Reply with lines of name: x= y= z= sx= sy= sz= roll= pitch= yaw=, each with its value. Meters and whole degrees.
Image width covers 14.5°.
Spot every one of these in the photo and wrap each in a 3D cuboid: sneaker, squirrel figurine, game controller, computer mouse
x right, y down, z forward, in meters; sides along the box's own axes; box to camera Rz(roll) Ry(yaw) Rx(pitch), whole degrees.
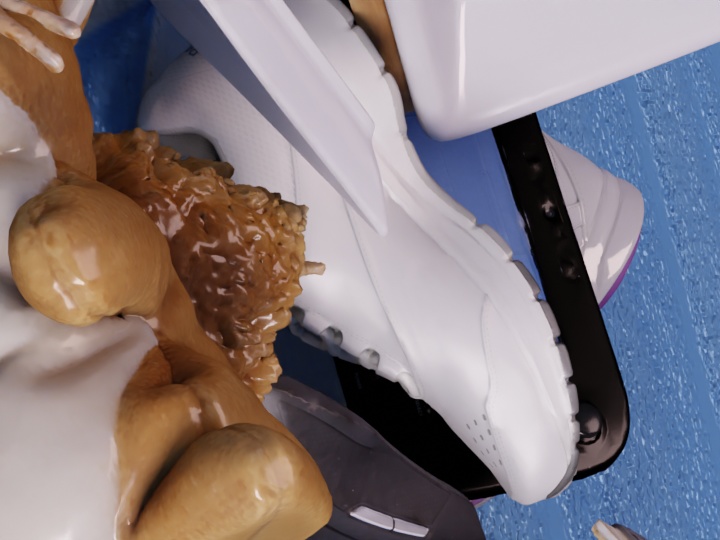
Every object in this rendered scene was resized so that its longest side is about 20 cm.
sneaker: x=0.000 y=0.000 z=0.952 sx=0.200 sy=0.087 sz=0.075 roll=54 pitch=-13 yaw=6
squirrel figurine: x=-0.090 y=0.005 z=0.773 sx=0.200 sy=0.141 sz=0.187 roll=28 pitch=41 yaw=-73
sneaker: x=0.043 y=0.015 z=1.093 sx=0.100 sy=0.075 sz=0.200 roll=39 pitch=41 yaw=-13
game controller: x=0.027 y=-0.012 z=1.018 sx=0.104 sy=0.042 sz=0.200 roll=-4 pitch=66 yaw=-30
computer mouse: x=0.020 y=0.088 z=0.923 sx=0.200 sy=0.140 sz=0.046 roll=40 pitch=60 yaw=-49

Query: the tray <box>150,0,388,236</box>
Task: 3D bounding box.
tray: x=-0.053 y=-0.091 z=0.866 sx=0.107 sy=0.022 sz=0.200 roll=51 pitch=-2 yaw=-38

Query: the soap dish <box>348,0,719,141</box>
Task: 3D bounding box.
soap dish: x=0.063 y=-0.133 z=0.934 sx=0.200 sy=0.157 sz=0.081 roll=69 pitch=0 yaw=-67
